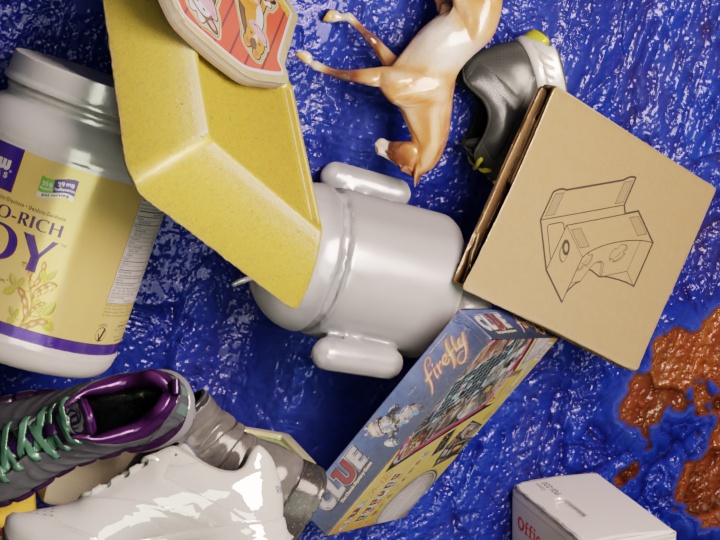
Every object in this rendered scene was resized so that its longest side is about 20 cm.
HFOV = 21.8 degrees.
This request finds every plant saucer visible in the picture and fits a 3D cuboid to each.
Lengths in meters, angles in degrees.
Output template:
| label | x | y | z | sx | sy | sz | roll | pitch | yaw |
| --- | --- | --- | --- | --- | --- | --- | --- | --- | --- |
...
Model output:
| label | x | y | z | sx | sy | sz | roll | pitch | yaw |
| --- | --- | --- | --- | --- | --- | --- | --- | --- | --- |
| plant saucer | -0.092 | -0.100 | 1.271 | 0.048 | 0.200 | 0.200 | -26 | 144 | 20 |

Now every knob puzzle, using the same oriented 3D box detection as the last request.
| label | x | y | z | sx | sy | sz | roll | pitch | yaw |
| --- | --- | --- | --- | --- | --- | --- | --- | --- | --- |
| knob puzzle | -0.099 | -0.210 | 1.275 | 0.030 | 0.220 | 0.220 | -26 | 114 | 20 |

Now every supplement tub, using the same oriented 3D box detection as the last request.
| label | x | y | z | sx | sy | sz | roll | pitch | yaw |
| --- | --- | --- | --- | --- | --- | --- | --- | --- | --- |
| supplement tub | -0.212 | -0.040 | 1.301 | 0.145 | 0.145 | 0.200 | 16 | 97 | -23 |

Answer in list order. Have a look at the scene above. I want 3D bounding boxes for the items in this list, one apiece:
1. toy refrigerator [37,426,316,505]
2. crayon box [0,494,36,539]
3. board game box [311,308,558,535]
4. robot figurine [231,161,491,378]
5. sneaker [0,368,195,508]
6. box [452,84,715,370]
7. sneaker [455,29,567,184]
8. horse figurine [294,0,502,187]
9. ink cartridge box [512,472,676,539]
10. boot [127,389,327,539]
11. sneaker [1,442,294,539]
| label | x | y | z | sx | sy | sz | roll | pitch | yaw |
| --- | --- | --- | --- | --- | --- | --- | --- | --- | --- |
| toy refrigerator | -0.141 | 0.145 | 1.410 | 0.200 | 0.076 | 0.070 | 11 | 99 | -21 |
| crayon box | -0.294 | 0.183 | 1.320 | 0.127 | 0.051 | 0.200 | 1 | 64 | -21 |
| board game box | 0.053 | 0.113 | 1.421 | 0.200 | 0.035 | 0.135 | -51 | 159 | 16 |
| robot figurine | 0.000 | 0.000 | 1.403 | 0.200 | 0.113 | 0.170 | 14 | 59 | -22 |
| sneaker | -0.213 | 0.106 | 1.277 | 0.200 | 0.088 | 0.074 | -20 | 77 | -5 |
| box | 0.174 | -0.028 | 1.425 | 0.200 | 0.021 | 0.164 | 26 | 86 | -38 |
| sneaker | 0.122 | -0.084 | 1.458 | 0.085 | 0.074 | 0.200 | -12 | 101 | -7 |
| horse figurine | 0.048 | -0.181 | 1.395 | 0.132 | 0.050 | 0.200 | 36 | 89 | 0 |
| ink cartridge box | 0.186 | 0.282 | 1.523 | 0.085 | 0.146 | 0.200 | -8 | 107 | -19 |
| boot | -0.127 | 0.194 | 1.360 | 0.132 | 0.070 | 0.200 | 32 | 84 | -17 |
| sneaker | -0.148 | 0.165 | 1.299 | 0.200 | 0.075 | 0.087 | -4 | 85 | -9 |
